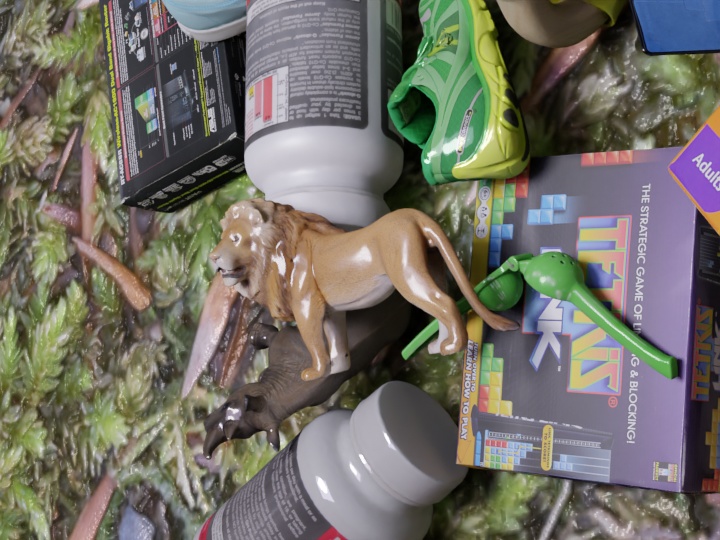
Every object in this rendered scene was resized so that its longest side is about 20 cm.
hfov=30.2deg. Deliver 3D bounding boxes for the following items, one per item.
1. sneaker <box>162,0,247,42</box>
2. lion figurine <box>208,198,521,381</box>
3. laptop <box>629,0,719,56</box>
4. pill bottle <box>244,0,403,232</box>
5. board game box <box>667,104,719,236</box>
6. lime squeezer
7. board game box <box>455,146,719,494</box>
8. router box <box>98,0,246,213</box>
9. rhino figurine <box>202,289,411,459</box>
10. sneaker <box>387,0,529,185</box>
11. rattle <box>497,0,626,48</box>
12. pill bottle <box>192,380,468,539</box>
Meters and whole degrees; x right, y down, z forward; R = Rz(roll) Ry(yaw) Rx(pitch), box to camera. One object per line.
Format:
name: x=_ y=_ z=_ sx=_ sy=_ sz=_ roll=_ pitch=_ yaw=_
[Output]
sneaker: x=-0.062 y=-0.242 z=1.008 sx=0.199 sy=0.082 sz=0.074 roll=-31 pitch=71 yaw=8
lion figurine: x=0.000 y=0.000 z=0.836 sx=0.199 sy=0.072 sz=0.123 roll=-13 pitch=88 yaw=29
laptop: x=0.247 y=-0.229 z=0.730 sx=0.199 sy=0.115 sz=0.189 roll=-24 pitch=67 yaw=38
pill bottle: x=-0.026 y=-0.115 z=0.957 sx=0.115 sy=0.115 sz=0.202 roll=-15 pitch=68 yaw=41
board game box: x=0.300 y=-0.028 z=0.563 sx=0.200 sy=0.199 sz=0.201 roll=-52 pitch=40 yaw=23
lime squeezer: x=0.102 y=0.023 z=0.811 sx=0.199 sy=0.038 sz=0.071 roll=0 pitch=115 yaw=42
board game box: x=0.144 y=0.029 z=0.823 sx=0.165 sy=0.056 sz=0.202 roll=-1 pitch=82 yaw=44
router box: x=-0.144 y=-0.167 z=1.122 sx=0.149 sy=0.062 sz=0.201 roll=-22 pitch=68 yaw=37
rhino figurine: x=-0.040 y=0.063 z=0.924 sx=0.087 sy=0.200 sz=0.060 roll=2 pitch=126 yaw=49
sneaker: x=0.055 y=-0.130 z=0.879 sx=0.083 sy=0.074 sz=0.201 roll=-16 pitch=40 yaw=7
rattle: x=0.077 y=-0.217 z=0.824 sx=0.143 sy=0.199 sz=0.131 roll=43 pitch=125 yaw=35
pill bottle: x=-0.020 y=0.166 z=0.916 sx=0.200 sy=0.110 sz=0.111 roll=-45 pitch=55 yaw=29
